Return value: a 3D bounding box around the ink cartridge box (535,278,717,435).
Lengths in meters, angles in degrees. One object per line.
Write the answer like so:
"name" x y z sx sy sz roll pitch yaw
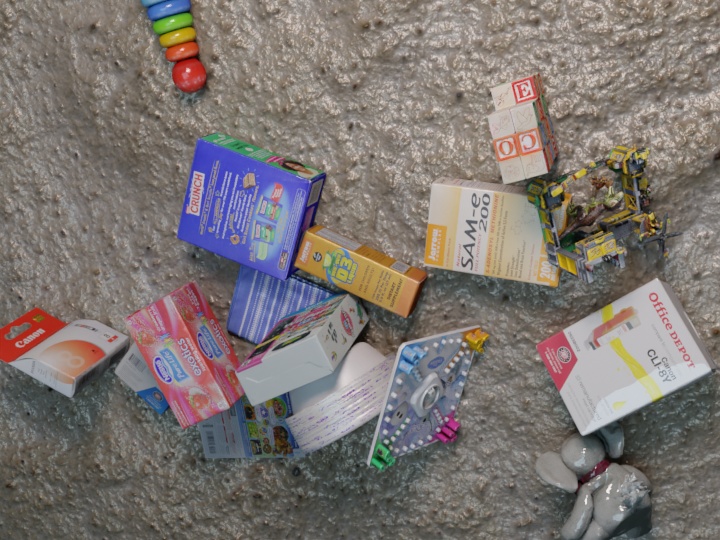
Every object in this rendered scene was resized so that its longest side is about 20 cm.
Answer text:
"ink cartridge box" 0.373 0.122 1.135 0.199 0.083 0.147 -33 70 22

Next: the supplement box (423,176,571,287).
"supplement box" 0.198 -0.058 1.170 0.197 0.073 0.128 8 106 15

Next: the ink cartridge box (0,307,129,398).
"ink cartridge box" -0.530 0.122 1.400 0.198 0.162 0.051 28 118 7

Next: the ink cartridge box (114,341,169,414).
"ink cartridge box" -0.322 0.134 1.388 0.116 0.067 0.201 41 112 2

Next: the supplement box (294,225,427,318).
"supplement box" 0.000 0.000 1.253 0.198 0.069 0.067 24 108 12

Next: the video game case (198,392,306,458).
"video game case" -0.195 0.259 1.409 0.197 0.018 0.146 -5 102 19

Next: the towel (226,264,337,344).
"towel" -0.124 0.075 1.334 0.198 0.024 0.147 23 111 11

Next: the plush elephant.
"plush elephant" 0.344 0.313 1.192 0.163 0.155 0.202 -21 140 -16

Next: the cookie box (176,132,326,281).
"cookie box" -0.175 -0.104 1.274 0.198 0.075 0.173 22 110 11

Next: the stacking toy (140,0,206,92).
"stacking toy" -0.285 -0.377 1.241 0.084 0.085 0.203 -11 107 20

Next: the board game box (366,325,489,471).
"board game box" 0.105 0.190 1.202 0.026 0.198 0.203 28 113 36

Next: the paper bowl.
"paper bowl" -0.027 0.185 1.236 0.199 0.200 0.105 -31 86 22

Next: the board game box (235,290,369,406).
"board game box" -0.083 0.111 1.216 0.146 0.200 0.065 -24 100 21

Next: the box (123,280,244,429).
"box" -0.275 0.134 1.287 0.102 0.095 0.202 -25 96 20

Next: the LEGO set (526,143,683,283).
"LEGO set" 0.326 -0.074 1.053 0.197 0.116 0.156 -15 110 -15

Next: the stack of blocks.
"stack of blocks" 0.214 -0.192 1.061 0.058 0.200 0.117 -13 102 20
